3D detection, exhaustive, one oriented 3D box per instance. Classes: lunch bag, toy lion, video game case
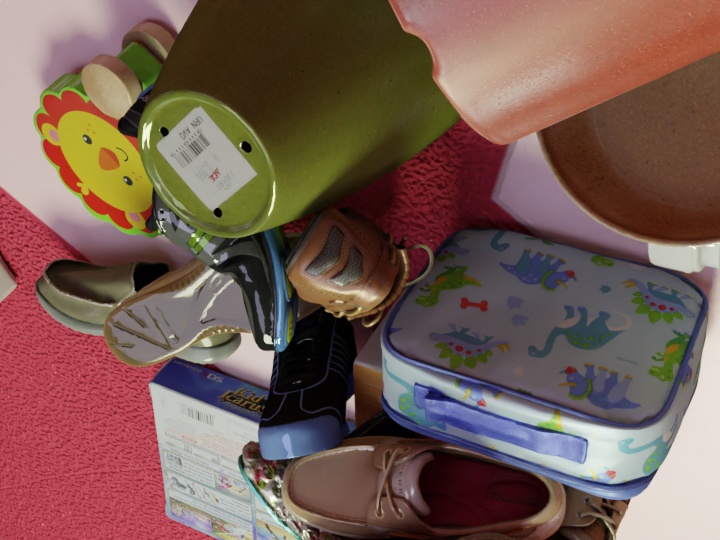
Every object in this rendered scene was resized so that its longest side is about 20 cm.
[{"bbox_3d":[0.118,0.057,0.805,0.197,0.161,0.083,15,132,21],"label":"lunch bag"},{"bbox_3d":[-0.164,-0.083,0.955,0.200,0.069,0.192,42,142,-3],"label":"toy lion"},{"bbox_3d":[-0.095,0.188,1.127,0.198,0.046,0.183,18,130,20],"label":"video game case"}]

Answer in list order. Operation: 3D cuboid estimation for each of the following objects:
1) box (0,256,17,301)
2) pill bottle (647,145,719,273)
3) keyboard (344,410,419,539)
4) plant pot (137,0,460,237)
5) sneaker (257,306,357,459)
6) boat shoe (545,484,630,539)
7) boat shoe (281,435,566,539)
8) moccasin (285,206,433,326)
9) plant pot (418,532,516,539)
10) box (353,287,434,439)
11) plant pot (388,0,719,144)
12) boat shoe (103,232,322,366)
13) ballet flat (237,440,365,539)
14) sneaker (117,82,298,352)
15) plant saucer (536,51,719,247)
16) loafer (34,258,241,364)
[{"bbox_3d":[-0.469,-0.012,1.150,0.197,0.131,0.202,-14,115,39],"label":"box"},{"bbox_3d":[0.268,-0.024,0.680,0.197,0.113,0.114,13,130,24],"label":"pill bottle"},{"bbox_3d":[0.033,0.209,0.904,0.126,0.021,0.201,-37,103,6],"label":"keyboard"},{"bbox_3d":[-0.044,-0.112,0.747,0.185,0.200,0.189,17,131,21],"label":"plant pot"},{"bbox_3d":[-0.041,0.076,0.905,0.069,0.200,0.079,-11,100,8],"label":"sneaker"},{"bbox_3d":[0.157,0.178,0.869,0.075,0.201,0.072,35,178,-19],"label":"boat shoe"},{"bbox_3d":[0.040,0.144,0.821,0.197,0.075,0.069,0,162,7],"label":"boat shoe"},{"bbox_3d":[0.001,-0.001,0.786,0.077,0.074,0.201,33,175,1],"label":"moccasin"},{"bbox_3d":[0.009,0.264,0.810,0.198,0.187,0.188,-7,121,47],"label":"plant pot"},{"bbox_3d":[0.070,0.133,0.942,0.123,0.098,0.202,15,131,22],"label":"box"},{"bbox_3d":[0.114,-0.168,0.564,0.194,0.201,0.202,-28,108,21],"label":"plant pot"},{"bbox_3d":[-0.101,0.013,0.928,0.198,0.065,0.073,-21,108,17],"label":"boat shoe"},{"bbox_3d":[-0.013,0.197,0.942,0.063,0.076,0.201,-32,108,14],"label":"ballet flat"},{"bbox_3d":[-0.101,-0.034,0.837,0.082,0.071,0.202,-28,91,3],"label":"sneaker"},{"bbox_3d":[0.187,-0.109,0.656,0.198,0.035,0.204,-8,76,34],"label":"plant saucer"},{"bbox_3d":[-0.190,0.018,1.046,0.197,0.075,0.071,14,119,18],"label":"loafer"}]
